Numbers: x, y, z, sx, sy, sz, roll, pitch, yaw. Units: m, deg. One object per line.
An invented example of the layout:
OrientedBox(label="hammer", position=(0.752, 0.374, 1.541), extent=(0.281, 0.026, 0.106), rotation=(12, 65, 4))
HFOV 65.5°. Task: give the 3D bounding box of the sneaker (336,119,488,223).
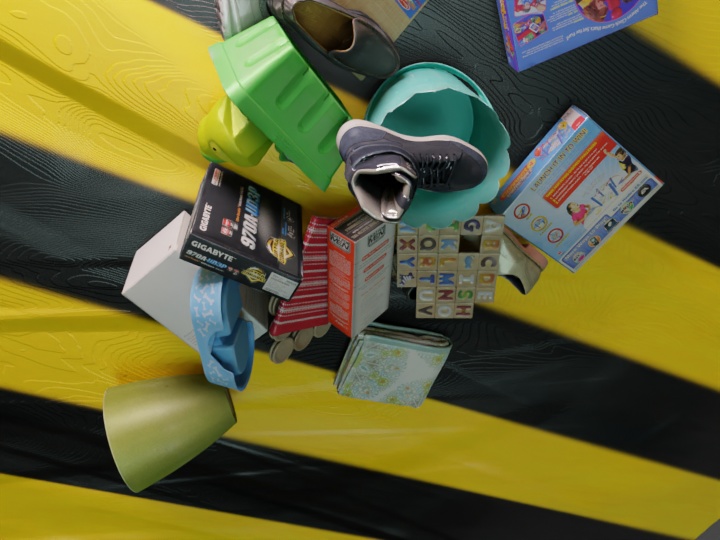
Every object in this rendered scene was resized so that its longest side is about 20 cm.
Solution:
OrientedBox(label="sneaker", position=(0.072, -0.107, 0.659), extent=(0.197, 0.147, 0.078), rotation=(7, 123, -13))

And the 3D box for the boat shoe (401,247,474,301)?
OrientedBox(label="boat shoe", position=(0.165, 0.012, 0.969), extent=(0.195, 0.057, 0.070), rotation=(-13, 125, 1))

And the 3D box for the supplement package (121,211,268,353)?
OrientedBox(label="supplement package", position=(-0.252, 0.032, 0.888), extent=(0.116, 0.118, 0.200), rotation=(-34, 122, 14))

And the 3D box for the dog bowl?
OrientedBox(label="dog bowl", position=(-0.195, 0.079, 0.797), extent=(0.048, 0.112, 0.204), rotation=(1, 123, 5))

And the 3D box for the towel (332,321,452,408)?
OrientedBox(label="towel", position=(0.059, 0.183, 1.079), extent=(0.195, 0.049, 0.173), rotation=(13, 124, -16))

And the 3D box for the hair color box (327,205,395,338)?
OrientedBox(label="hair color box", position=(0.000, 0.000, 0.895), extent=(0.101, 0.061, 0.203), rotation=(-35, 144, -36))

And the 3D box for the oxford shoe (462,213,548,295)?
OrientedBox(label="oxford shoe", position=(0.217, -0.031, 0.915), extent=(0.197, 0.071, 0.075), rotation=(30, 82, -10))

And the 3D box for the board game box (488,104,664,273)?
OrientedBox(label="board game box", position=(0.344, -0.123, 0.903), extent=(0.193, 0.056, 0.201), rotation=(29, 116, -24))

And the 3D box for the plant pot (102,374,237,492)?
OrientedBox(label="plant pot", position=(-0.333, 0.268, 1.019), extent=(0.196, 0.188, 0.190), rotation=(-19, 126, -12))

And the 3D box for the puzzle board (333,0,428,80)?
OrientedBox(label="puzzle board", position=(-0.014, -0.355, 0.692), extent=(0.151, 0.018, 0.198), rotation=(-46, 135, 16))

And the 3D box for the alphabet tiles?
OrientedBox(label="alphabet tiles", position=(0.140, -0.001, 0.903), extent=(0.163, 0.008, 0.204), rotation=(0, 126, 3))

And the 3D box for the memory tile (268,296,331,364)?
OrientedBox(label="memory tile", position=(-0.095, 0.051, 0.928), extent=(0.017, 0.152, 0.204), rotation=(28, 128, 28))

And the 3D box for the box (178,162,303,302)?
OrientedBox(label="box", position=(-0.159, -0.059, 0.790), extent=(0.156, 0.202, 0.046), rotation=(24, 120, -21))

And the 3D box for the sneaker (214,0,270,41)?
OrientedBox(label="sneaker", position=(-0.138, -0.381, 0.666), extent=(0.080, 0.075, 0.203), rotation=(-11, 132, -19))

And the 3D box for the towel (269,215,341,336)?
OrientedBox(label="towel", position=(-0.067, 0.008, 0.885), extent=(0.143, 0.022, 0.204), rotation=(-6, 122, -57))

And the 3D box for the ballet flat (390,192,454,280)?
OrientedBox(label="ballet flat", position=(0.086, -0.073, 0.902), extent=(0.074, 0.068, 0.202), rotation=(29, 119, -7))

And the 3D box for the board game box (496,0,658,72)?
OrientedBox(label="board game box", position=(0.281, -0.369, 0.734), extent=(0.196, 0.045, 0.136), rotation=(-20, 124, 6))

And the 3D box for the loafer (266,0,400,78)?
OrientedBox(label="loafer", position=(-0.023, -0.284, 0.687), extent=(0.197, 0.073, 0.073), rotation=(14, 123, -36))

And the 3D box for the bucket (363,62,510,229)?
OrientedBox(label="bucket", position=(0.094, -0.177, 0.784), extent=(0.202, 0.136, 0.211), rotation=(-4, 125, -6))

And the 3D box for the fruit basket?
OrientedBox(label="fruit basket", position=(-0.129, -0.190, 0.728), extent=(0.211, 0.157, 0.218), rotation=(-16, 138, -14))
